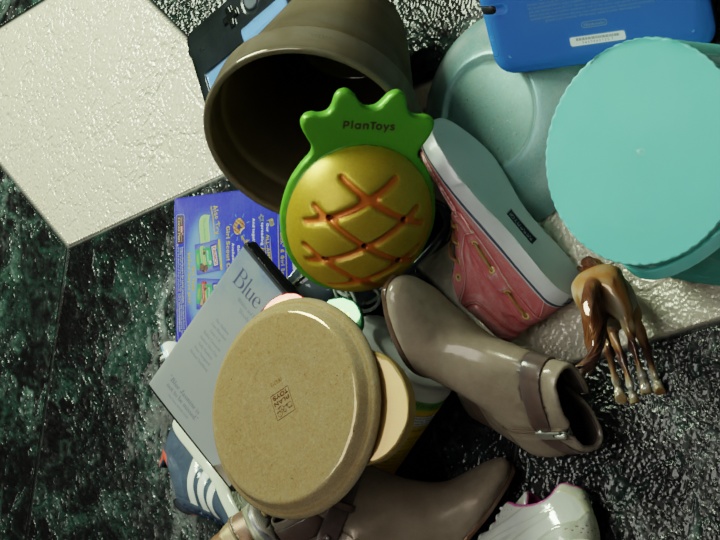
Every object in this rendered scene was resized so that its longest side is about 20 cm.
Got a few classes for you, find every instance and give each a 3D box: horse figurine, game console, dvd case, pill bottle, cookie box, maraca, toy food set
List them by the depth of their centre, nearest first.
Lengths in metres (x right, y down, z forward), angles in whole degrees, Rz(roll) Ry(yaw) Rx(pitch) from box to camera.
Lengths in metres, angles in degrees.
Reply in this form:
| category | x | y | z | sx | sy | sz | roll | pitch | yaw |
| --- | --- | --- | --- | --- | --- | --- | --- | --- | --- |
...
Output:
| category | x | y | z | sx | sy | sz | roll | pitch | yaw |
| --- | --- | --- | --- | --- | --- | --- | --- | --- | --- |
| horse figurine | 0.204 | 0.042 | 1.286 | 0.050 | 0.200 | 0.133 | -21 | 81 | 15 |
| game console | 0.205 | -0.279 | 1.366 | 0.199 | 0.118 | 0.172 | -4 | 117 | 27 |
| maraca | -0.001 | -0.067 | 1.371 | 0.107 | 0.136 | 0.201 | -108 | 20 | -54 |
| toy food set | -0.053 | 0.117 | 1.398 | 0.200 | 0.049 | 0.198 | -50 | 56 | 21 |
| pill bottle | -0.007 | 0.151 | 1.495 | 0.111 | 0.111 | 0.200 | 48 | 117 | 31 |
| dvd case | -0.110 | 0.092 | 1.496 | 0.143 | 0.018 | 0.200 | 48 | 121 | 20 |
| cookie box | -0.094 | 0.006 | 1.598 | 0.199 | 0.075 | 0.172 | -3 | 86 | 41 |
| game console | -0.102 | -0.197 | 1.642 | 0.176 | 0.031 | 0.201 | -30 | 69 | 36 |

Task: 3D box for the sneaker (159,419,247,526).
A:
| category | x | y | z | sx | sy | sz | roll | pitch | yaw |
| --- | --- | --- | --- | --- | --- | --- | --- | --- | --- |
| sneaker | -0.146 | 0.237 | 1.638 | 0.085 | 0.075 | 0.200 | -58 | 46 | 21 |

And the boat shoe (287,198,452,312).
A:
| category | x | y | z | sx | sy | sz | roll | pitch | yaw |
| --- | --- | --- | --- | --- | --- | --- | --- | --- | --- |
| boat shoe | 0.000 | 0.000 | 1.474 | 0.199 | 0.062 | 0.075 | -29 | 91 | 4 |

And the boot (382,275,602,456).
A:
| category | x | y | z | sx | sy | sz | roll | pitch | yaw |
| --- | --- | --- | --- | --- | --- | --- | --- | --- | --- |
| boot | 0.119 | 0.082 | 1.352 | 0.146 | 0.200 | 0.070 | 7 | 54 | 51 |

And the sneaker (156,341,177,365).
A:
| category | x | y | z | sx | sy | sz | roll | pitch | yaw |
| --- | --- | --- | --- | --- | --- | --- | --- | --- | --- |
| sneaker | -0.125 | 0.141 | 1.596 | 0.072 | 0.072 | 0.200 | -44 | 89 | -2 |

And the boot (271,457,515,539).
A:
| category | x | y | z | sx | sy | sz | roll | pitch | yaw |
| --- | --- | --- | --- | --- | --- | --- | --- | --- | --- |
| boot | 0.022 | 0.208 | 1.432 | 0.146 | 0.070 | 0.200 | 39 | 98 | -11 |

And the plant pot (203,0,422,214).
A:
| category | x | y | z | sx | sy | sz | roll | pitch | yaw |
| --- | --- | --- | --- | --- | --- | --- | --- | --- | --- |
| plant pot | -0.030 | -0.174 | 1.469 | 0.200 | 0.200 | 0.174 | -29 | 31 | 36 |

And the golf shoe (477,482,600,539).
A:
| category | x | y | z | sx | sy | sz | roll | pitch | yaw |
| --- | --- | --- | --- | --- | --- | --- | --- | --- | --- |
| golf shoe | 0.134 | 0.250 | 1.408 | 0.199 | 0.075 | 0.092 | -25 | 52 | 38 |

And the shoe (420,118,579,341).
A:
| category | x | y | z | sx | sy | sz | roll | pitch | yaw |
| --- | --- | --- | --- | --- | --- | --- | --- | --- | --- |
| shoe | 0.101 | -0.033 | 1.408 | 0.200 | 0.071 | 0.091 | 51 | 126 | 2 |

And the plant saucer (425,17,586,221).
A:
| category | x | y | z | sx | sy | sz | roll | pitch | yaw |
| --- | --- | --- | --- | --- | --- | --- | --- | --- | --- |
| plant saucer | 0.126 | -0.140 | 1.440 | 0.200 | 0.039 | 0.202 | -2 | 87 | 40 |

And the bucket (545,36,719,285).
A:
| category | x | y | z | sx | sy | sz | roll | pitch | yaw |
| --- | --- | --- | --- | --- | --- | --- | --- | --- | --- |
| bucket | 0.256 | -0.087 | 1.264 | 0.206 | 0.134 | 0.209 | -2 | 87 | 40 |

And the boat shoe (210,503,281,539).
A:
| category | x | y | z | sx | sy | sz | roll | pitch | yaw |
| --- | --- | --- | --- | --- | --- | --- | --- | --- | --- |
| boat shoe | -0.083 | 0.297 | 1.515 | 0.072 | 0.200 | 0.076 | -29 | 36 | 0 |
